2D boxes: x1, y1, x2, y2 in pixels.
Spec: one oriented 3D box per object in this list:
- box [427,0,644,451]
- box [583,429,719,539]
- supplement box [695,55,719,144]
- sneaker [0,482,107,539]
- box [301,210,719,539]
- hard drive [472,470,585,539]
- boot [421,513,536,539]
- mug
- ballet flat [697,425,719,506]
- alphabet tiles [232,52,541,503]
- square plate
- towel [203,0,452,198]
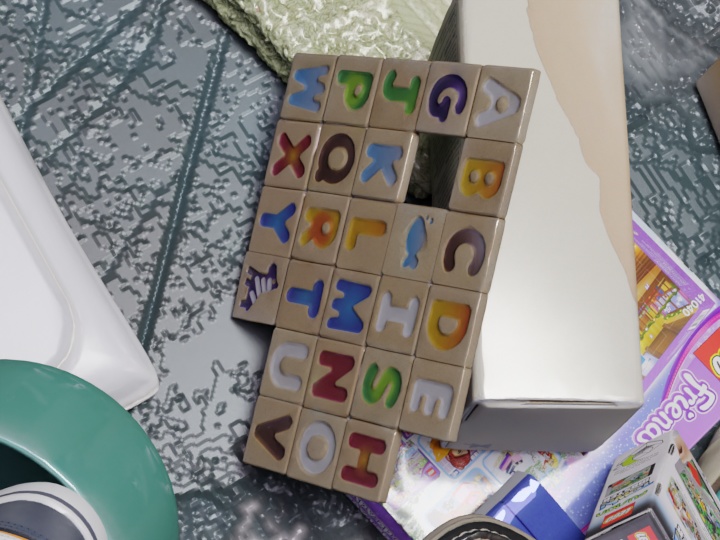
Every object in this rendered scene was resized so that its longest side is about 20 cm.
[{"bbox_3d":[0.078,-0.022,0.998,0.078,0.095,0.200,1,73,-9],"label":"box"},{"bbox_3d":[0.171,0.178,0.963,0.035,0.110,0.200,-29,95,19],"label":"box"},{"bbox_3d":[0.246,-0.081,1.029,0.073,0.200,0.126,-15,75,-17],"label":"supplement box"},{"bbox_3d":[-0.196,0.148,0.845,0.200,0.079,0.078,-29,101,20],"label":"sneaker"},{"bbox_3d":[0.086,0.063,1.042,0.200,0.039,0.137,-41,83,-18],"label":"box"},{"bbox_3d":[0.045,0.207,0.968,0.200,0.025,0.132,-43,103,-12],"label":"hard drive"},{"bbox_3d":[0.105,0.188,0.863,0.073,0.151,0.200,-36,97,-9],"label":"boot"},{"bbox_3d":[-0.157,0.130,0.934,0.152,0.114,0.185,9,109,8],"label":"mug"},{"bbox_3d":[0.213,0.076,1.042,0.069,0.069,0.200,43,97,5],"label":"ballet flat"},{"bbox_3d":[0.000,0.000,0.988,0.008,0.167,0.200,16,86,-41],"label":"alphabet tiles"},{"bbox_3d":[-0.225,0.013,1.010,0.198,0.028,0.200,-28,79,-17],"label":"square plate"},{"bbox_3d":[0.009,-0.145,1.094,0.148,0.036,0.200,-41,84,-17],"label":"towel"}]
